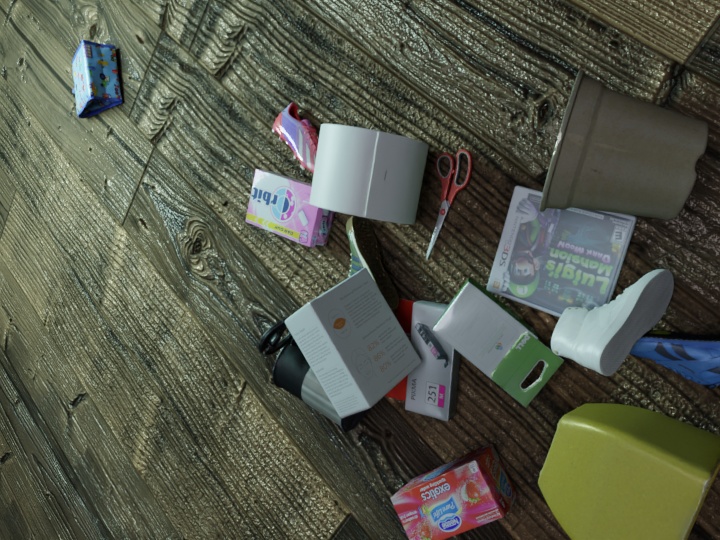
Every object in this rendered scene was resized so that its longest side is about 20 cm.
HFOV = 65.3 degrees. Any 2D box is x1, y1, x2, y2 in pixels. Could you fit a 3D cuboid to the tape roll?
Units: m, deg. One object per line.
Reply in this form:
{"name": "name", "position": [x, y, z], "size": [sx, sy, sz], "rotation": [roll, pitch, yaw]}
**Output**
{"name": "tape roll", "position": [0.015, -0.172, 1.003], "size": [0.198, 0.201, 0.144], "rotation": [15, 100, 30]}

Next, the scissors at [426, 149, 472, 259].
{"name": "scissors", "position": [0.160, -0.117, 1.021], "size": [0.071, 0.014, 0.207], "rotation": [10, 96, 30]}

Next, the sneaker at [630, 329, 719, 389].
{"name": "sneaker", "position": [0.468, 0.130, 0.806], "size": [0.195, 0.065, 0.081], "rotation": [3, 98, 32]}

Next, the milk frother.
{"name": "milk frother", "position": [-0.085, 0.193, 1.088], "size": [0.185, 0.198, 0.185], "rotation": [23, 101, 28]}

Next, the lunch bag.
{"name": "lunch bag", "position": [-0.753, -0.519, 1.553], "size": [0.196, 0.093, 0.156], "rotation": [-6, 92, 42]}

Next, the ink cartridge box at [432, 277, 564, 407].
{"name": "ink cartridge box", "position": [0.229, 0.117, 0.943], "size": [0.199, 0.059, 0.105], "rotation": [39, 104, 8]}

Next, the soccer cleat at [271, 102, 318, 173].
{"name": "soccer cleat", "position": [-0.108, -0.263, 1.159], "size": [0.077, 0.066, 0.201], "rotation": [-50, 65, 19]}

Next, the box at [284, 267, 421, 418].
{"name": "box", "position": [-0.013, 0.127, 1.004], "size": [0.106, 0.151, 0.203], "rotation": [-34, 87, 50]}

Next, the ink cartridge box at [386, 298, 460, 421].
{"name": "ink cartridge box", "position": [0.103, 0.159, 1.056], "size": [0.169, 0.043, 0.207], "rotation": [7, 97, 31]}

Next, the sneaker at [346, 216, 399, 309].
{"name": "sneaker", "position": [0.000, 0.000, 1.098], "size": [0.089, 0.066, 0.205], "rotation": [-35, 69, 38]}

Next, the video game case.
{"name": "video game case", "position": [0.321, -0.024, 0.917], "size": [0.196, 0.023, 0.187], "rotation": [21, 104, 30]}

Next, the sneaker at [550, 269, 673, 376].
{"name": "sneaker", "position": [0.367, 0.061, 0.836], "size": [0.115, 0.199, 0.075], "rotation": [15, 140, 59]}

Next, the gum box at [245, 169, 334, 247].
{"name": "gum box", "position": [-0.142, -0.131, 1.183], "size": [0.196, 0.066, 0.117], "rotation": [21, 103, 30]}

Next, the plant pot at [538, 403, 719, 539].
{"name": "plant pot", "position": [0.377, 0.298, 0.807], "size": [0.198, 0.192, 0.201], "rotation": [27, 107, 37]}

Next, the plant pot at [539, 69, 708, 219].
{"name": "plant pot", "position": [0.371, -0.159, 0.795], "size": [0.179, 0.200, 0.206], "rotation": [18, 102, 18]}

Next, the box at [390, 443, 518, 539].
{"name": "box", "position": [0.165, 0.402, 0.996], "size": [0.198, 0.095, 0.102], "rotation": [-35, 75, 29]}
